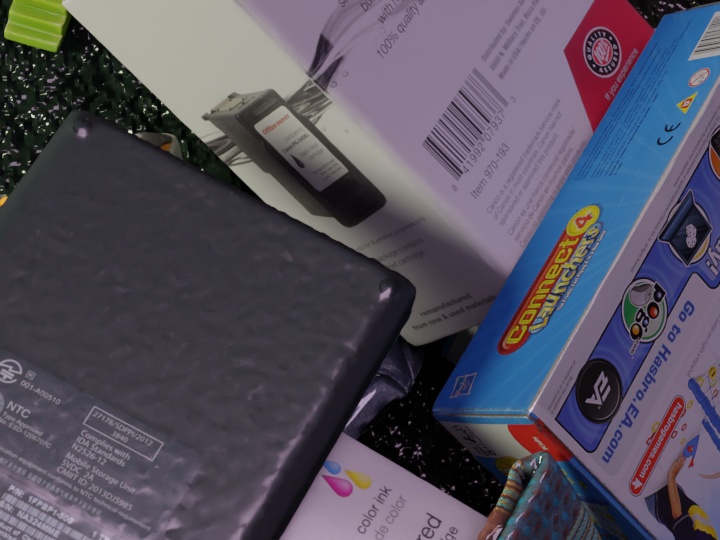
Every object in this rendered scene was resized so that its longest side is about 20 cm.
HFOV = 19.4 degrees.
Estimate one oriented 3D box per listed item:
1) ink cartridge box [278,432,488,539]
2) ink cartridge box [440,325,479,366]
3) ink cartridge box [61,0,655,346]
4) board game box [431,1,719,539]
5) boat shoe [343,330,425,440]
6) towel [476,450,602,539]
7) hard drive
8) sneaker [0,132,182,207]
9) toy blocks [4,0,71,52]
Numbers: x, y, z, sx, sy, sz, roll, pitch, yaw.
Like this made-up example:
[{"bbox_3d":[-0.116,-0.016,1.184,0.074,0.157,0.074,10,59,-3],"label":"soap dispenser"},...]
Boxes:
[{"bbox_3d":[-0.066,0.114,0.735,0.200,0.084,0.145,30,62,8],"label":"ink cartridge box"},{"bbox_3d":[0.137,-0.019,0.901,0.116,0.068,0.200,33,63,5],"label":"ink cartridge box"},{"bbox_3d":[0.007,-0.094,0.814,0.200,0.083,0.145,44,55,-16],"label":"ink cartridge box"},{"bbox_3d":[0.148,0.036,0.797,0.196,0.056,0.200,46,62,-26],"label":"board game box"},{"bbox_3d":[0.000,0.000,0.874,0.091,0.071,0.200,36,67,2],"label":"boat shoe"},{"bbox_3d":[0.064,0.175,0.735,0.022,0.200,0.147,9,56,37],"label":"towel"},{"bbox_3d":[-0.087,0.053,0.697,0.139,0.033,0.200,27,62,7],"label":"hard drive"},{"bbox_3d":[-0.144,0.008,0.839,0.077,0.078,0.200,30,58,21],"label":"sneaker"},{"bbox_3d":[-0.137,-0.175,0.895,0.200,0.137,0.100,15,62,-1],"label":"toy blocks"}]
